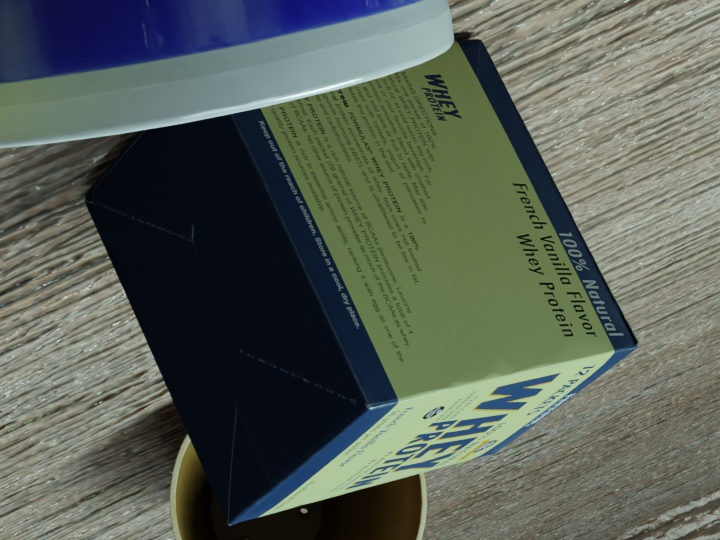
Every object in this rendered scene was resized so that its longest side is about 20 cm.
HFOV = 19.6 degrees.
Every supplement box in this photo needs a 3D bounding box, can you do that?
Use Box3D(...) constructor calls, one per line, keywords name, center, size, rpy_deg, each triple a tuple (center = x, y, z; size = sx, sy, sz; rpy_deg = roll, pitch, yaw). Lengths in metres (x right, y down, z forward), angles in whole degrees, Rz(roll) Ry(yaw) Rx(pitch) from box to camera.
Box3D(name="supplement box", center=(0.000, 0.000, 1.093), size=(0.199, 0.201, 0.134), rpy_deg=(-10, 157, -43))

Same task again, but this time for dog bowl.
Box3D(name="dog bowl", center=(-0.069, -0.104, 0.765), size=(0.199, 0.079, 0.200), rpy_deg=(-10, -168, 2))

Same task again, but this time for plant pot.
Box3D(name="plant pot", center=(-0.059, 0.179, 1.579), size=(0.186, 0.187, 0.200), rpy_deg=(-22, 175, -12))
